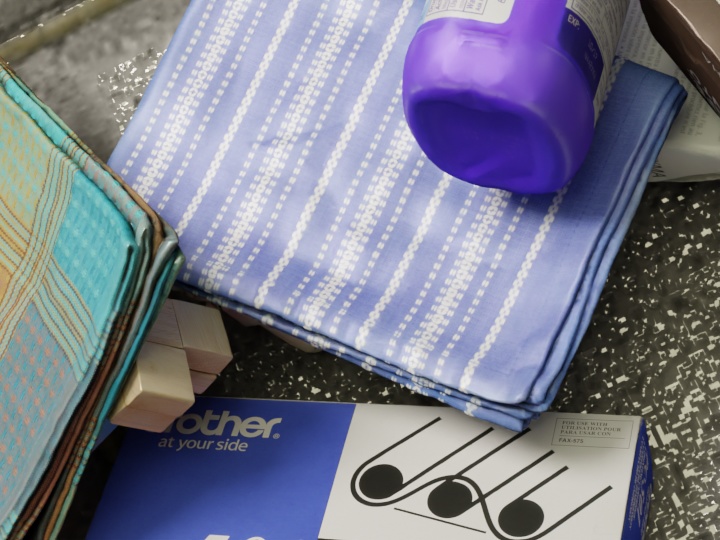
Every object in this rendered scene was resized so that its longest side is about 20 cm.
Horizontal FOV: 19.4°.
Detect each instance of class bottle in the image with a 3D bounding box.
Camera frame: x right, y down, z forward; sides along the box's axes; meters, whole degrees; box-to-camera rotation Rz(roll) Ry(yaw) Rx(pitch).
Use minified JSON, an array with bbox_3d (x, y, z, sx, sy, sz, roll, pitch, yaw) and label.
[{"bbox_3d":[0.071,-0.130,0.748,0.065,0.084,0.201,11,68,17],"label":"bottle"}]

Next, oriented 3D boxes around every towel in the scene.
[{"bbox_3d":[0.005,-0.040,0.778,0.199,0.024,0.145,21,76,19],"label":"towel"},{"bbox_3d":[-0.141,0.010,0.801,0.200,0.022,0.147,43,112,50],"label":"towel"}]

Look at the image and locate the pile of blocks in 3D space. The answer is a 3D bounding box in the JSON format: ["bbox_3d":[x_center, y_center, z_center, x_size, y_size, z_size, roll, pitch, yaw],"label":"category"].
[{"bbox_3d":[-0.110,0.033,0.823,0.200,0.062,0.083,26,100,53],"label":"pile of blocks"}]

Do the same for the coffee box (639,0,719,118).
[{"bbox_3d":[0.206,-0.114,0.718,0.200,0.080,0.113,-37,69,4],"label":"coffee box"}]

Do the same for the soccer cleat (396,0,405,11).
[{"bbox_3d":[0.022,-0.122,0.838,0.200,0.067,0.081,-45,61,21],"label":"soccer cleat"}]

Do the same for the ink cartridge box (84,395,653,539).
[{"bbox_3d":[0.003,0.097,0.777,0.199,0.044,0.094,2,46,17],"label":"ink cartridge box"}]

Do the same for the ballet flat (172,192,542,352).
[{"bbox_3d":[0.000,0.000,0.821,0.199,0.076,0.064,-5,103,20],"label":"ballet flat"}]

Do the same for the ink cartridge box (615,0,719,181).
[{"bbox_3d":[0.153,-0.109,0.821,0.199,0.050,0.163,15,75,20],"label":"ink cartridge box"}]
